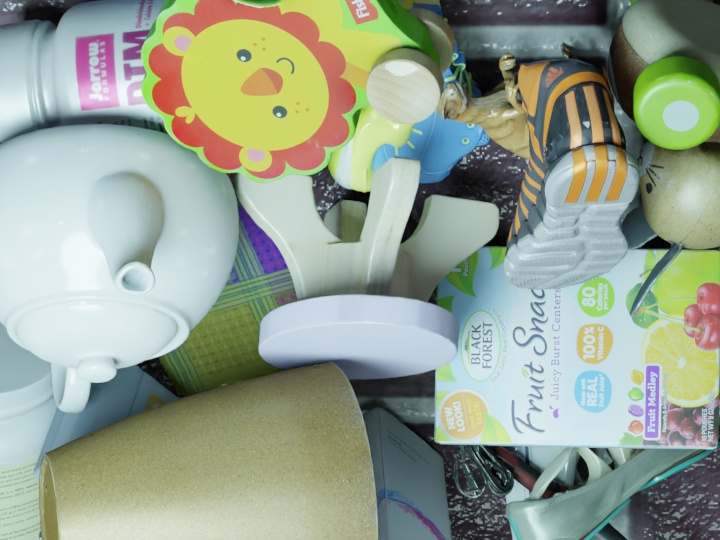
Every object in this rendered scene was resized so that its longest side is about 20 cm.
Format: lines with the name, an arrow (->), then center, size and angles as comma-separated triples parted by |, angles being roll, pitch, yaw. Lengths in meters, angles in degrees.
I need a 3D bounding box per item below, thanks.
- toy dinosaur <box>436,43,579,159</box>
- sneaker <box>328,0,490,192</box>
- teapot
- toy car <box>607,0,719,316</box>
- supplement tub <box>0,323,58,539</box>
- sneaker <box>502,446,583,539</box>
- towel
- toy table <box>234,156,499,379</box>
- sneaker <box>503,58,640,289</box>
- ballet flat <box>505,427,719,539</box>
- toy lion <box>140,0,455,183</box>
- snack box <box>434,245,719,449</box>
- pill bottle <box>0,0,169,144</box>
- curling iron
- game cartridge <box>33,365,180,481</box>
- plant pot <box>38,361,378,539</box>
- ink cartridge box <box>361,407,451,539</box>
toy dinosaur -> 0.124, -0.095, 1.421 | 0.200, 0.060, 0.106 | 32, 101, -34
sneaker -> 0.046, -0.139, 1.415 | 0.105, 0.076, 0.200 | 7, 130, -14
teapot -> -0.173, 0.005, 1.380 | 0.197, 0.146, 0.200 | -12, 156, 25
toy car -> 0.212, -0.073, 1.384 | 0.158, 0.164, 0.200 | 20, 125, -8
supplement tub -> -0.284, 0.139, 1.556 | 0.145, 0.145, 0.200 | 7, 122, 0
sneaker -> 0.155, 0.207, 1.608 | 0.071, 0.073, 0.200 | -6, 121, 12
towel -> -0.102, 0.002, 1.532 | 0.144, 0.023, 0.200 | -16, 118, 14
toy table -> 0.000, 0.000, 1.417 | 0.184, 0.117, 0.200 | 11, 166, -25
sneaker -> 0.135, -0.069, 1.359 | 0.077, 0.112, 0.200 | -1, 154, -11
ballet flat -> 0.186, 0.144, 1.528 | 0.064, 0.200, 0.067 | 59, 148, 2
toy lion -> -0.053, -0.148, 1.282 | 0.192, 0.069, 0.200 | -12, 124, 21
snack box -> 0.154, 0.055, 1.491 | 0.200, 0.053, 0.142 | 1, 88, 4
pill bottle -> -0.139, -0.128, 1.401 | 0.200, 0.113, 0.113 | -6, 121, 8
curling iron -> 0.148, 0.183, 1.550 | 0.200, 0.050, 0.026 | 34, 149, -16
game cartridge -> -0.142, 0.159, 1.518 | 0.042, 0.133, 0.200 | -30, 123, 34
plant pot -> -0.110, 0.161, 1.401 | 0.200, 0.186, 0.187 | -4, 123, -15
ink cartridge box -> -0.007, 0.221, 1.553 | 0.145, 0.200, 0.085 | -38, 122, 24
